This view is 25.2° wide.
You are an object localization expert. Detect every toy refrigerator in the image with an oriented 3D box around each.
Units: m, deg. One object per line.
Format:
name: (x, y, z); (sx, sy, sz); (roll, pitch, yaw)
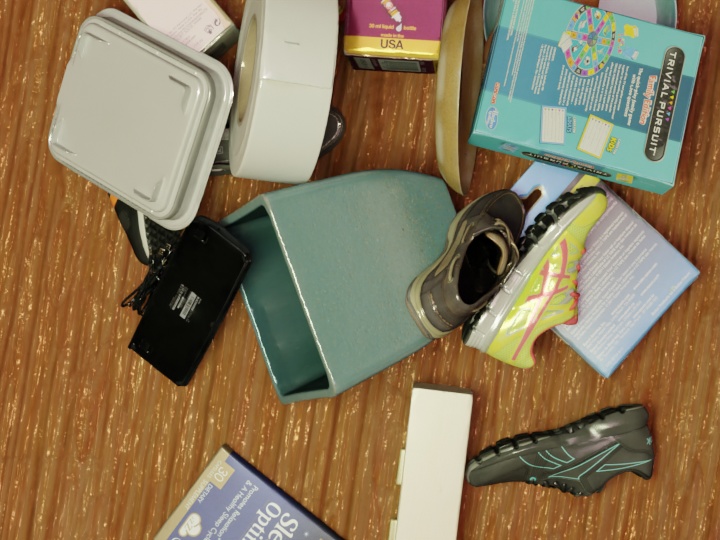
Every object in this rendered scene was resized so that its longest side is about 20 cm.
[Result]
toy refrigerator: (0.069, 0.219, 1.637); (0.069, 0.076, 0.203); (6, 92, 2)

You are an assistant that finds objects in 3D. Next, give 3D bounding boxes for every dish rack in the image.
dish rack: (-0.225, -0.149, 1.569); (0.199, 0.043, 0.174); (30, 109, 29)

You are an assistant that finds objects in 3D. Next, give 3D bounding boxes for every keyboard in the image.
keyboard: (-0.175, 0.019, 1.626); (0.104, 0.040, 0.201); (38, 126, 8)

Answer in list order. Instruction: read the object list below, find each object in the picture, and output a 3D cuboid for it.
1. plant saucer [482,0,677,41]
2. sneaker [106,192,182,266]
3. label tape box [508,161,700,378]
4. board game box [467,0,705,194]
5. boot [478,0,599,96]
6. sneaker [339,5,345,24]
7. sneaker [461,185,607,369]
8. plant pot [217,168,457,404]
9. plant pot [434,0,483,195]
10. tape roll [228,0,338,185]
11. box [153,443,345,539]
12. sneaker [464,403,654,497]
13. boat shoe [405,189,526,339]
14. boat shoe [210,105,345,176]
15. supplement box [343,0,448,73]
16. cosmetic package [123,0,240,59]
plant saucer: (0.224, -0.260, 1.648); (0.197, 0.027, 0.203); (0, 91, 3)
sneaker: (-0.243, -0.103, 1.659); (0.089, 0.070, 0.203); (-4, 100, 31)
label tape box: (0.222, -0.012, 1.633); (0.200, 0.063, 0.144); (43, 93, 2)
board game box: (0.216, -0.173, 1.544); (0.197, 0.047, 0.153); (15, 81, -1)
boot: (0.221, -0.205, 1.608); (0.197, 0.077, 0.157); (15, 88, 9)
sneaker: (-0.054, -0.277, 1.643); (0.084, 0.077, 0.203); (5, 101, -3)
sneaker: (0.187, 0.009, 1.573); (0.090, 0.078, 0.201); (35, 99, -6)
plant pot: (0.000, 0.000, 1.582); (0.198, 0.196, 0.199); (-21, 90, -19)
plant pot: (0.096, -0.175, 1.570); (0.027, 0.200, 0.203); (4, 91, 9)
tape roll: (-0.075, -0.184, 1.519); (0.070, 0.202, 0.205); (7, 91, -12)
box: (-0.101, 0.290, 1.668); (0.199, 0.032, 0.122); (38, 92, 0)
sneaker: (0.204, 0.197, 1.632); (0.197, 0.075, 0.080); (-15, 93, 3)
boat shoe: (0.117, -0.010, 1.514); (0.073, 0.201, 0.075); (-20, 116, 43)
boat shoe: (-0.107, -0.129, 1.630); (0.197, 0.057, 0.068); (-10, 99, -11)
supplement box: (0.040, -0.304, 1.603); (0.102, 0.131, 0.203); (4, 90, 4)
cosmetic package: (-0.212, -0.296, 1.628); (0.073, 0.104, 0.201); (-40, 91, 2)
